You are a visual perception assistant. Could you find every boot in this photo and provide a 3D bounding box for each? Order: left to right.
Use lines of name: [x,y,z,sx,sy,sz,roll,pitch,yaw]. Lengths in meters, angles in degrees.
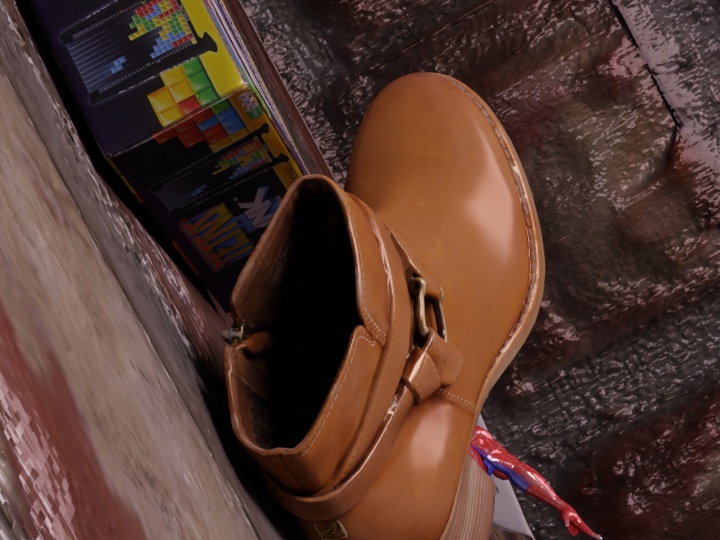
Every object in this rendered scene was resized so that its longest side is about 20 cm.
boot: [0.000,0.000,0.942,0.155,0.076,0.201,49,46,-59]

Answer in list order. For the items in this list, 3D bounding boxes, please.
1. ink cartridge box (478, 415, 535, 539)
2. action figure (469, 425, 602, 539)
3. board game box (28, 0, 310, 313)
ink cartridge box: [0.067,0.121,1.965,0.163,0.057,0.201,-115,-175,-55]
action figure: [0.068,0.126,1.473,0.099,0.065,0.200,45,0,9]
board game box: [-0.084,-0.102,1.010,0.201,0.056,0.165,63,1,22]
